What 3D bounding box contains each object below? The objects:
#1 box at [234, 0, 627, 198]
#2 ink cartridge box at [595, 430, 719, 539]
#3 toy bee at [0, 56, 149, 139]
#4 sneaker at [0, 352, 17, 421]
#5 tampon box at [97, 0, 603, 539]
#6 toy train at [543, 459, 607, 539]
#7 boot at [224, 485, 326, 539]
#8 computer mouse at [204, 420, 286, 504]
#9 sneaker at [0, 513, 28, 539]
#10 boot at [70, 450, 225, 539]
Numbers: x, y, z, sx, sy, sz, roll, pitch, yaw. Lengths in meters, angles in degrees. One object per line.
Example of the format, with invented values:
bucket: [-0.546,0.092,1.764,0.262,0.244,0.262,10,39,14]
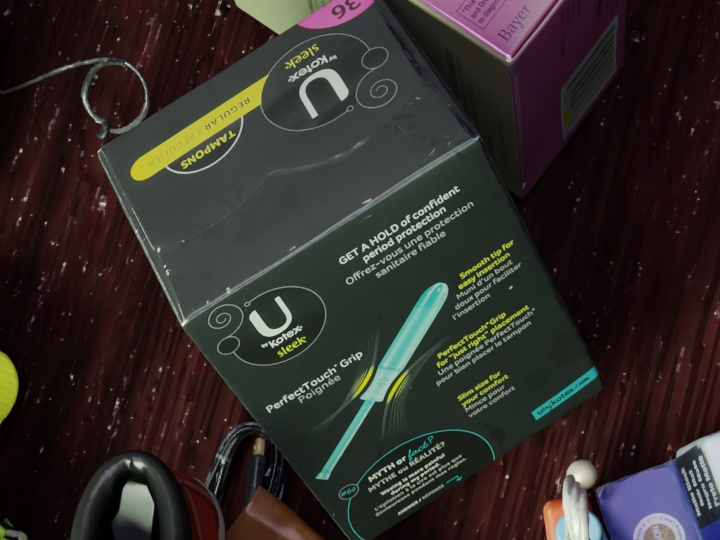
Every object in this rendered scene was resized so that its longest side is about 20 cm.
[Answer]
box: [0.027,-0.154,0.937,0.199,0.176,0.097,35,79,16]
ink cartridge box: [0.235,0.161,0.903,0.199,0.041,0.201,-21,75,5]
toy bee: [-0.230,-0.115,1.000,0.199,0.109,0.132,0,110,29]
sneaker: [-0.267,0.089,0.987,0.200,0.074,0.082,-39,51,5]
tampon box: [0.000,0.000,0.881,0.149,0.200,0.127,-32,48,1]
toy train: [0.086,0.157,0.848,0.055,0.200,0.151,-8,78,8]
boot: [-0.019,0.231,0.889,0.199,0.068,0.189,32,83,-2]
computer mouse: [-0.058,0.175,0.954,0.058,0.034,0.202,-4,76,10]
sneaker: [-0.147,0.166,0.939,0.083,0.072,0.201,-35,86,-3]
boot: [-0.094,0.183,0.815,0.072,0.144,0.202,-2,79,2]
